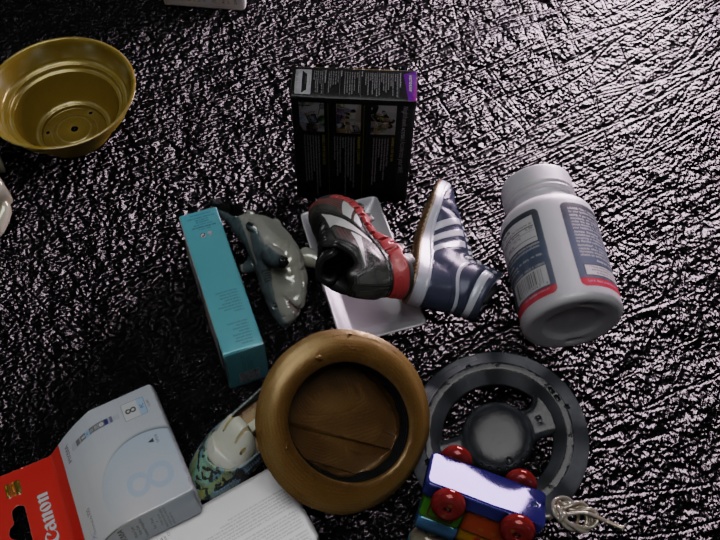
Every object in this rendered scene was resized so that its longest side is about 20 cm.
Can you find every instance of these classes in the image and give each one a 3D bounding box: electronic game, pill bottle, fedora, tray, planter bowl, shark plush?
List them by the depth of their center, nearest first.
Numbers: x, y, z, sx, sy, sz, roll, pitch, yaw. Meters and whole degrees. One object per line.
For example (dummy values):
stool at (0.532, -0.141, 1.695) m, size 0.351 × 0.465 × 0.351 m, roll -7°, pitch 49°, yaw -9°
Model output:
fedora at (-0.025, 0.156, 0.940) m, size 0.199 × 0.082 × 0.203 m, roll 0°, pitch 90°, yaw -24°
electronic game at (0.150, 0.185, 0.973) m, size 0.198 × 0.042 × 0.202 m, roll -2°, pitch 63°, yaw 5°
pill bottle at (0.232, -0.022, 1.062) m, size 0.118 × 0.120 × 0.202 m, roll -4°, pitch 57°, yaw -4°
shark plush at (-0.133, -0.023, 1.084) m, size 0.200 × 0.084 × 0.091 m, roll 40°, pitch 23°, yaw 18°
tray at (0.000, 0.000, 1.102) m, size 0.106 × 0.022 × 0.201 m, roll -14°, pitch 59°, yaw -9°
planter bowl at (-0.396, -0.215, 1.196) m, size 0.198 × 0.084 × 0.202 m, roll 0°, pitch 58°, yaw -1°

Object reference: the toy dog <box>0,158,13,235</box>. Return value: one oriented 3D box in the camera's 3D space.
toy dog at (-0.553, -0.108, 1.113) m, size 0.198 × 0.139 × 0.196 m, roll -20°, pitch 96°, yaw -15°

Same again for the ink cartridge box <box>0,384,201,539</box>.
ink cartridge box at (-0.283, 0.222, 0.918) m, size 0.198 × 0.048 × 0.160 m, roll -22°, pitch 45°, yaw -16°

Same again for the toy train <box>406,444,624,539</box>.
toy train at (0.147, 0.267, 0.885) m, size 0.198 × 0.117 × 0.085 m, roll 19°, pitch 28°, yaw 3°

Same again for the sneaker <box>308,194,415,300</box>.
sneaker at (-0.022, -0.029, 1.035) m, size 0.097 × 0.071 × 0.200 m, roll -12°, pitch 37°, yaw -28°

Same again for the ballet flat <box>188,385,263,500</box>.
ballet flat at (-0.115, 0.164, 0.968) m, size 0.074 × 0.075 × 0.200 m, roll 36°, pitch 64°, yaw 20°

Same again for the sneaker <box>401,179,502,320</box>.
sneaker at (0.120, -0.022, 1.092) m, size 0.107 × 0.070 × 0.201 m, roll 18°, pitch 49°, yaw -2°

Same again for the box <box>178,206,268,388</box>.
box at (-0.162, 0.029, 1.045) m, size 0.049 × 0.083 × 0.201 m, roll -17°, pitch 59°, yaw -12°

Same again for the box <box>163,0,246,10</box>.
box at (-0.232, -0.540, 1.338) m, size 0.129 × 0.201 × 0.201 m, roll 4°, pitch 57°, yaw 0°

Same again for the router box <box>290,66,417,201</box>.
router box at (-0.009, -0.163, 1.100) m, size 0.147 × 0.201 × 0.052 m, roll 3°, pitch 59°, yaw 0°

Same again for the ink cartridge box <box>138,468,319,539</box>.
ink cartridge box at (-0.128, 0.318, 0.882) m, size 0.199 × 0.045 × 0.177 m, roll -26°, pitch 60°, yaw -16°
